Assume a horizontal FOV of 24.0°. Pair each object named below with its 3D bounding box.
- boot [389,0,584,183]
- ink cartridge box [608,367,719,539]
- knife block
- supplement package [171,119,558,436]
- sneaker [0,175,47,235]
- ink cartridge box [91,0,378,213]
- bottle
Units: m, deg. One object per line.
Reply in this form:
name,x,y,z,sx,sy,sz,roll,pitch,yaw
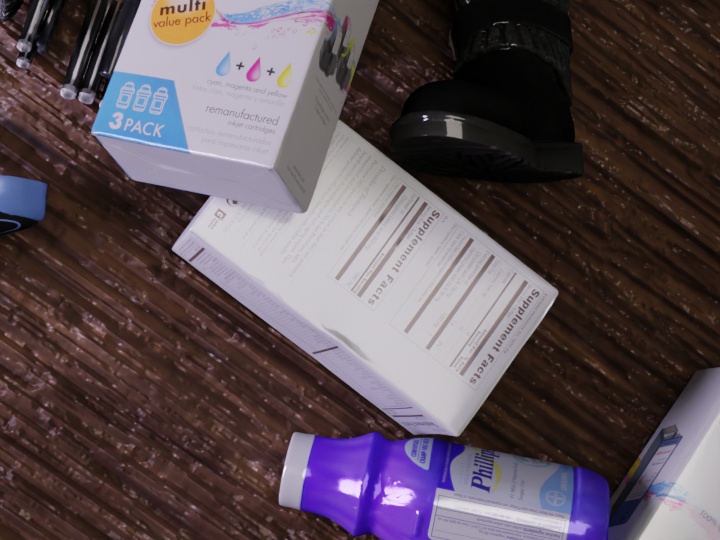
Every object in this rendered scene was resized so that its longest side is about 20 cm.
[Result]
boot,0.076,-0.138,1.039,0.079,0.211,0.158,-3,88,24
ink cartridge box,0.232,0.181,1.080,0.145,0.088,0.200,37,80,-7
knife block,-0.139,-0.206,1.051,0.200,0.064,0.176,-28,91,-14
supplement package,0.000,0.000,1.034,0.200,0.114,0.110,38,79,-7
sneaker,-0.284,-0.016,1.000,0.200,0.070,0.078,-4,89,-6
ink cartridge box,-0.060,-0.144,0.962,0.115,0.068,0.200,12,72,19
bottle,0.051,0.141,1.041,0.200,0.084,0.065,11,108,4
